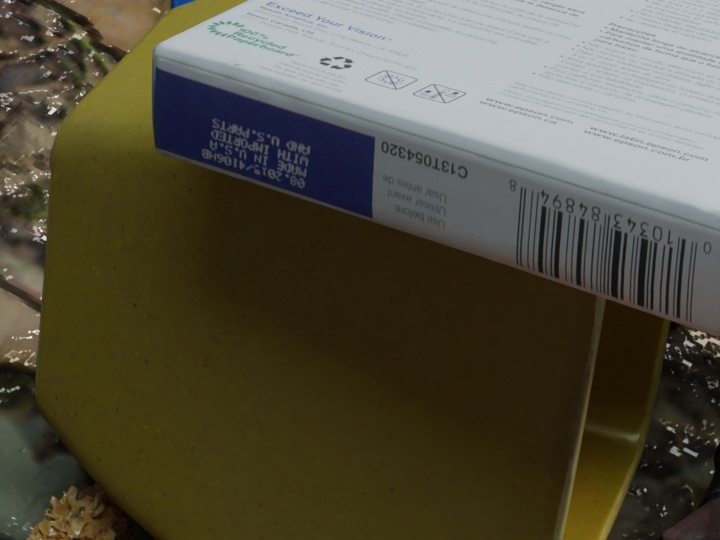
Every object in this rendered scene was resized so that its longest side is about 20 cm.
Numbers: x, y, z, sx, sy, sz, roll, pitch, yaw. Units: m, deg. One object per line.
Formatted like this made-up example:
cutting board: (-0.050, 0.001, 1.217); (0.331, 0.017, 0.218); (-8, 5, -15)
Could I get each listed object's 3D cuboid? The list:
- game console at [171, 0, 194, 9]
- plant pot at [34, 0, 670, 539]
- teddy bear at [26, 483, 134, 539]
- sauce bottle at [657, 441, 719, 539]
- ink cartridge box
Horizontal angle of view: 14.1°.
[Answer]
game console: (0.026, -0.055, 1.194); (0.171, 0.118, 0.200); (27, 39, -30)
plant pot: (0.000, 0.000, 0.999); (0.200, 0.196, 0.194); (15, 30, 11)
teddy bear: (-0.094, 0.129, 0.962); (0.200, 0.067, 0.145); (28, 46, 14)
sauce bottle: (0.118, 0.130, 1.003); (0.066, 0.066, 0.200); (19, 48, 7)
ink cartridge box: (0.073, -0.059, 0.884); (0.196, 0.043, 0.200); (18, 31, 30)
